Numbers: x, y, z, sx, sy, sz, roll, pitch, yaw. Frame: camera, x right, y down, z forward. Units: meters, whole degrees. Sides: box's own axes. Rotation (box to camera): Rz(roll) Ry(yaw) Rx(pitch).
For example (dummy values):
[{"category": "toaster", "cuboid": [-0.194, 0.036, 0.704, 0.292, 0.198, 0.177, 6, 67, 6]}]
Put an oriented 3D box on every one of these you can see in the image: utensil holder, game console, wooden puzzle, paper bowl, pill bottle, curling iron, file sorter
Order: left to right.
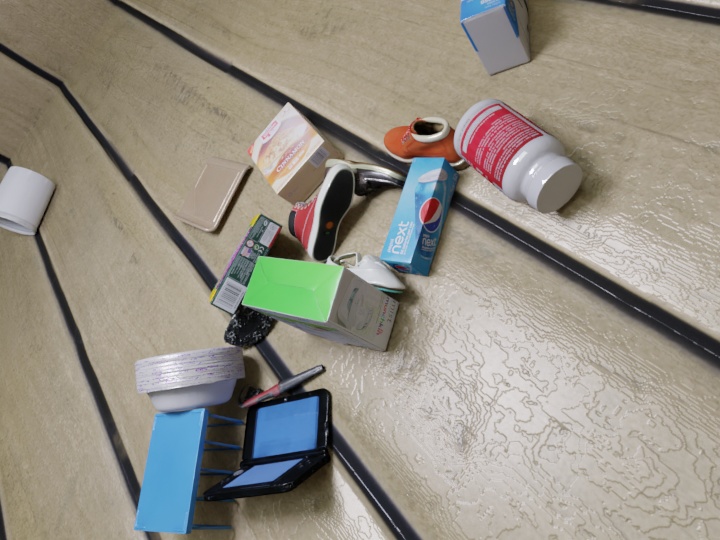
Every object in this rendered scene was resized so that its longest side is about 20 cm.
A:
[{"category": "utensil holder", "cuboid": [-1.235, -0.253, 1.958, 0.170, 0.170, 0.201, -1, 66, 36]}, {"category": "paper bowl", "cuboid": [-0.323, 0.210, 1.029, 0.200, 0.200, 0.105, -13, 79, 32]}, {"category": "file sorter", "cuboid": [-0.304, 0.371, 0.989, 0.138, 0.123, 0.201, -14, 61, 32]}, {"category": "wooden puzzle", "cuboid": [-0.378, -0.197, 1.378, 0.185, 0.037, 0.200, 21, 78, 41]}, {"category": "game console", "cuboid": [-0.160, 0.299, 0.926, 0.200, 0.176, 0.117, -20, 87, 29]}, {"category": "curling iron", "cuboid": [-0.154, 0.214, 1.011, 0.200, 0.026, 0.050, -26, 40, 23]}, {"category": "pill bottle", "cuboid": [0.246, -0.180, 0.848, 0.112, 0.112, 0.200, -45, 49, 11]}]

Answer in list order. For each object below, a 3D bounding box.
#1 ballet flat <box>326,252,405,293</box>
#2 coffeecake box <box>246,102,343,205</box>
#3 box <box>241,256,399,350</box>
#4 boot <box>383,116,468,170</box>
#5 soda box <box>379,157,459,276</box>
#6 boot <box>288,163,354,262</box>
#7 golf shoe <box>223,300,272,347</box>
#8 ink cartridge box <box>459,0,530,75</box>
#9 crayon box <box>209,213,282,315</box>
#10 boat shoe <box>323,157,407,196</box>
[{"category": "ballet flat", "cuboid": [0.000, 0.000, 0.962, 0.200, 0.069, 0.070, 5, 72, 47]}, {"category": "coffeecake box", "cuboid": [-0.152, -0.263, 1.212, 0.154, 0.073, 0.200, -47, 49, 10]}, {"category": "box", "cuboid": [-0.067, 0.059, 0.924, 0.200, 0.176, 0.097, 7, 73, 39]}, {"category": "boot", "cuboid": [0.106, -0.249, 0.992, 0.200, 0.107, 0.075, 19, 83, 42]}, {"category": "soda box", "cuboid": [0.106, -0.096, 0.945, 0.068, 0.064, 0.201, 9, 75, 39]}, {"category": "boot", "cuboid": [-0.088, -0.137, 1.073, 0.144, 0.072, 0.200, 46, 124, 43]}, {"category": "golf shoe", "cuboid": [-0.209, 0.070, 1.108, 0.200, 0.078, 0.095, -49, 27, 9]}, {"category": "ink cartridge box", "cuboid": [0.246, -0.489, 0.974, 0.084, 0.145, 0.201, -9, 64, 32]}, {"category": "crayon box", "cuboid": [-0.241, -0.015, 1.114, 0.200, 0.058, 0.173, -62, 14, -5]}, {"category": "boat shoe", "cuboid": [0.006, -0.178, 1.062, 0.200, 0.073, 0.065, 18, 95, 42]}]
